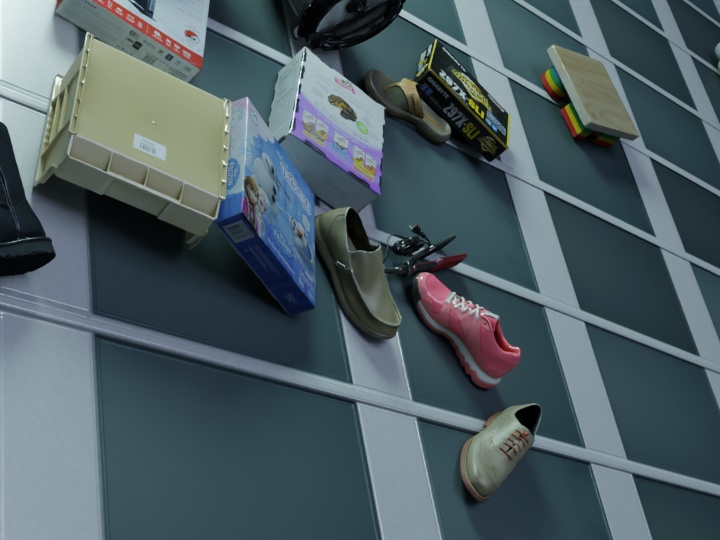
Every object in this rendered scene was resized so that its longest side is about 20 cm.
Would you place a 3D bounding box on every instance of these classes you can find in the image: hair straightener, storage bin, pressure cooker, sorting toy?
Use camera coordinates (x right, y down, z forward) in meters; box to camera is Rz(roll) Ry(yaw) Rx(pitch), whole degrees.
[{"bbox_3d":[0.083,-0.030,1.757,0.199,0.041,0.077,-16,73,-50],"label":"hair straightener"},{"bbox_3d":[-0.261,-0.147,1.376,0.199,0.094,0.200,24,44,-28],"label":"storage bin"},{"bbox_3d":[-0.035,-0.447,1.853,0.178,0.176,0.201,-10,64,-49],"label":"pressure cooker"},{"bbox_3d":[0.473,-0.359,2.470,0.199,0.069,0.200,5,57,-47],"label":"sorting toy"}]

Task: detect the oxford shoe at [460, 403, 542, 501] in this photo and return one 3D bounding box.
[{"bbox_3d":[0.195,0.239,1.611,0.071,0.075,0.200,49,35,-7],"label":"oxford shoe"}]

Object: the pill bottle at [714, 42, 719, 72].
[{"bbox_3d":[1.094,-0.569,3.354,0.112,0.113,0.201,9,54,-45],"label":"pill bottle"}]

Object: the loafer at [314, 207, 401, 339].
[{"bbox_3d":[0.000,0.000,1.596,0.076,0.067,0.201,-19,75,-54],"label":"loafer"}]

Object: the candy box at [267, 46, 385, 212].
[{"bbox_3d":[-0.049,-0.202,1.713,0.167,0.071,0.201,33,40,-26],"label":"candy box"}]

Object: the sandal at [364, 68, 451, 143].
[{"bbox_3d":[0.087,-0.283,1.959,0.199,0.054,0.081,30,40,-30],"label":"sandal"}]

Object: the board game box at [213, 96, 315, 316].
[{"bbox_3d":[-0.116,-0.080,1.485,0.200,0.043,0.200,55,24,-46],"label":"board game box"}]

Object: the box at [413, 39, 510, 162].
[{"bbox_3d":[0.182,-0.302,2.076,0.200,0.049,0.160,43,28,-14],"label":"box"}]

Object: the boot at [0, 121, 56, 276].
[{"bbox_3d":[-0.408,-0.075,1.168,0.200,0.076,0.169,-10,71,-60],"label":"boot"}]

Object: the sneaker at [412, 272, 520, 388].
[{"bbox_3d":[0.159,0.072,1.705,0.200,0.087,0.074,50,33,-4],"label":"sneaker"}]

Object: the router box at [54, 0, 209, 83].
[{"bbox_3d":[-0.301,-0.364,1.576,0.199,0.049,0.180,29,41,-31],"label":"router box"}]
